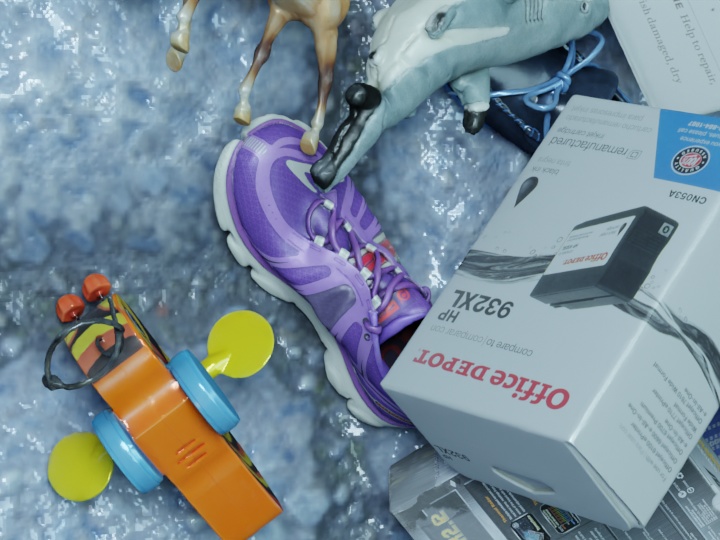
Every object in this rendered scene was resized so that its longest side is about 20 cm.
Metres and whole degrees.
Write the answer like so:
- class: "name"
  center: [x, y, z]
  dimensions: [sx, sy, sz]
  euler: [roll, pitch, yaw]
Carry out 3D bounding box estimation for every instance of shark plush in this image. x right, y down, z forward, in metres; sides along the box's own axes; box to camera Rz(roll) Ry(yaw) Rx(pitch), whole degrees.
- class: "shark plush"
  center: [0.054, -0.111, 1.391]
  dimensions: [0.200, 0.091, 0.084]
  euler: [-49, 118, -33]

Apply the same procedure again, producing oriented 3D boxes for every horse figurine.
- class: "horse figurine"
  center: [-0.053, -0.149, 1.337]
  dimensions: [0.200, 0.050, 0.133]
  euler: [35, 68, -52]

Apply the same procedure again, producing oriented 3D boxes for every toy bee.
- class: "toy bee"
  center: [-0.107, 0.051, 1.344]
  dimensions: [0.130, 0.109, 0.201]
  euler: [-21, 135, -15]

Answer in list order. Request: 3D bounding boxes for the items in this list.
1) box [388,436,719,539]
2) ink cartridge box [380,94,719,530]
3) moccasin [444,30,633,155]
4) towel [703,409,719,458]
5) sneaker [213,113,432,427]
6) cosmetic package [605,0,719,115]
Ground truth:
- class: "box"
  center: [0.135, 0.152, 1.467]
  dimensions: [0.158, 0.048, 0.200]
  euler: [-31, 114, 18]
- class: "ink cartridge box"
  center: [0.127, 0.017, 1.364]
  dimensions: [0.200, 0.145, 0.084]
  euler: [-56, 130, -17]
- class: "moccasin"
  center: [0.122, -0.096, 1.482]
  dimensions: [0.200, 0.068, 0.081]
  euler: [34, 76, -25]
- class: "towel"
  center: [0.152, 0.084, 1.543]
  dimensions: [0.144, 0.024, 0.201]
  euler: [-20, 104, -31]
- class: "sneaker"
  center: [0.000, 0.000, 1.407]
  dimensions: [0.081, 0.083, 0.200]
  euler: [-45, 113, -21]
- class: "cosmetic package"
  center: [0.244, -0.206, 1.448]
  dimensions: [0.167, 0.199, 0.167]
  euler: [-47, 116, -46]
